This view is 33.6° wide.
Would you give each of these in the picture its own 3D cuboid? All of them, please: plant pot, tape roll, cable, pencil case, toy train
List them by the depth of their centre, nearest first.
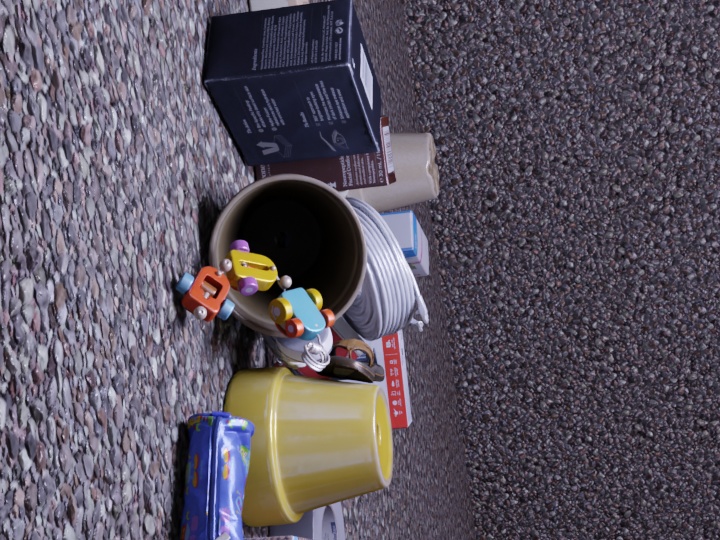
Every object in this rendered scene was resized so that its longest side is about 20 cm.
[{"bbox_3d":[-0.157,0.249,1.288,0.087,0.077,0.202,108,-15,-55],"label":"pencil case"},{"bbox_3d":[-0.126,0.049,1.405,0.199,0.056,0.151,32,38,-15],"label":"toy train"},{"bbox_3d":[-0.060,0.220,1.535,0.201,0.186,0.203,-6,90,-80],"label":"plant pot"},{"bbox_3d":[-0.098,-0.031,1.543,0.174,0.197,0.203,-126,-153,-78],"label":"plant pot"},{"bbox_3d":[0.000,0.000,1.659,0.199,0.069,0.202,6,-61,63],"label":"cable"},{"bbox_3d":[-0.073,0.389,1.700,0.200,0.065,0.203,-7,90,-80],"label":"tape roll"},{"bbox_3d":[0.063,-0.205,2.432,0.200,0.181,0.203,-6,90,-79],"label":"plant pot"}]

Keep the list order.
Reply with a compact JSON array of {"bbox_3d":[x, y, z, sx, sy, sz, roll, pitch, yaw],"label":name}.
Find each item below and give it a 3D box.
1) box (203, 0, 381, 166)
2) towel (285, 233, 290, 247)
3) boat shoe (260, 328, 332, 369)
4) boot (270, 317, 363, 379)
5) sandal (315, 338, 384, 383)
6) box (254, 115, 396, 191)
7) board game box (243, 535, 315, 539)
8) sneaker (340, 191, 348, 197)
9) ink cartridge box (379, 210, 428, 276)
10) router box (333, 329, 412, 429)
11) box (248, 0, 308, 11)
[{"bbox_3d":[-0.086,-0.250,1.614,0.197,0.197,0.119,67,21,-58],"label":"box"},{"bbox_3d":[-0.084,-0.021,1.822,0.200,0.048,0.113,-96,177,-76],"label":"towel"},{"bbox_3d":[-0.087,0.093,1.570,0.199,0.071,0.070,23,-40,58],"label":"boat shoe"},{"bbox_3d":[-0.106,0.084,1.684,0.200,0.144,0.072,48,-4,4],"label":"boot"},{"bbox_3d":[-0.007,0.119,1.587,0.200,0.081,0.055,22,75,-74],"label":"sandal"},{"bbox_3d":[-0.054,-0.165,1.742,0.075,0.197,0.101,-38,120,-75],"label":"box"},{"bbox_3d":[-0.100,0.411,1.458,0.200,0.096,0.161,50,35,-72],"label":"board game box"},{"bbox_3d":[-0.070,-0.123,1.907,0.200,0.066,0.091,-130,-140,-59],"label":"sneaker"},{"bbox_3d":[0.053,-0.045,2.393,0.200,0.143,0.086,49,36,-71],"label":"ink cartridge box"},{"bbox_3d":[-0.021,0.143,1.804,0.049,0.177,0.203,-19,102,-79],"label":"router box"},{"bbox_3d":[-0.123,-0.402,1.829,0.095,0.077,0.203,-58,140,-74],"label":"box"}]
